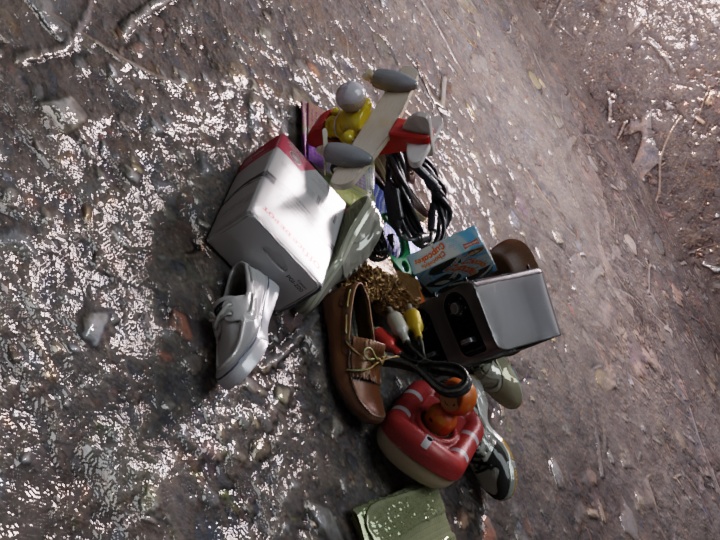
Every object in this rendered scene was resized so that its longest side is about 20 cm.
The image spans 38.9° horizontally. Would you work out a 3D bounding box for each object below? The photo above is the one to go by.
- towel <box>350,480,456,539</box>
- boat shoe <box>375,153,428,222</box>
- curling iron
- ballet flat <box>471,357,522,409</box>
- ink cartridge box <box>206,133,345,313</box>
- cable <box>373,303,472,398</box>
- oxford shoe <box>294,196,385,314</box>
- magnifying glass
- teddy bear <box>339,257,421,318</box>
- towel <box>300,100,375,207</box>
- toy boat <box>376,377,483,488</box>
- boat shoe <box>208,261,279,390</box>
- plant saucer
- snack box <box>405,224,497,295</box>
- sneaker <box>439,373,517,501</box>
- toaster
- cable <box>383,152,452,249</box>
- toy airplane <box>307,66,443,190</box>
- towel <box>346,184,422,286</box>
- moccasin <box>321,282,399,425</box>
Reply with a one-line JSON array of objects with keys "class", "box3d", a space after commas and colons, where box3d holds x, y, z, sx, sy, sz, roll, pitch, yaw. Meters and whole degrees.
[{"class": "towel", "box3d": [0.068, 0.351, 1.301, 0.200, 0.036, 0.149, -2, 67, -59]}, {"class": "boat shoe", "box3d": [0.066, -0.175, 1.729, 0.200, 0.072, 0.072, 54, 7, -5]}, {"class": "curling iron", "box3d": [-0.019, -0.087, 1.485, 0.049, 0.026, 0.200, -32, 66, -25]}, {"class": "ballet flat", "box3d": [0.197, 0.144, 1.681, 0.069, 0.069, 0.201, -5, 64, -60]}, {"class": "ink cartridge box", "box3d": [-0.106, -0.064, 1.350, 0.146, 0.085, 0.200, 47, 29, -23]}, {"class": "cable", "box3d": [0.070, 0.115, 1.388, 0.200, 0.097, 0.050, 46, -18, 56]}, {"class": "oxford shoe", "box3d": [-0.023, -0.015, 1.389, 0.058, 0.075, 0.200, 46, 58, -22]}, {"class": "magnifying glass", "box3d": [0.070, 0.003, 1.622, 0.080, 0.022, 0.201, -28, 93, -56]}, {"class": "teddy bear", "box3d": [0.000, 0.000, 1.500, 0.200, 0.067, 0.145, 30, 31, -34]}, {"class": "towel", "box3d": [-0.037, -0.176, 1.604, 0.143, 0.023, 0.201, 25, 42, -29]}, {"class": "toy boat", "box3d": [0.111, 0.200, 1.384, 0.130, 0.131, 0.200, 35, 27, 7]}, {"class": "boat shoe", "box3d": [-0.148, 0.061, 1.194, 0.065, 0.074, 0.200, 43, 22, -20]}, {"class": "plant saucer", "box3d": [0.235, 0.044, 1.721, 0.037, 0.201, 0.201, 6, 55, -25]}, {"class": "snack box", "box3d": [0.149, -0.011, 1.618, 0.037, 0.116, 0.200, 68, 9, 16]}, {"class": "sneaker", "box3d": [0.161, 0.255, 1.524, 0.087, 0.076, 0.201, -7, 66, -44]}, {"class": "toaster", "box3d": [0.186, 0.077, 1.555, 0.199, 0.181, 0.119, -10, 78, -42]}, {"class": "cable", "box3d": [0.095, -0.134, 1.662, 0.163, 0.051, 0.201, 2, 74, -52]}, {"class": "toy airplane", "box3d": [0.018, -0.214, 1.479, 0.141, 0.199, 0.200, 56, 5, -34]}, {"class": "towel", "box3d": [0.041, -0.075, 1.665, 0.200, 0.024, 0.145, 41, 35, -32]}, {"class": "moccasin", "box3d": [0.003, 0.110, 1.373, 0.074, 0.078, 0.202, 30, 40, -43]}]
